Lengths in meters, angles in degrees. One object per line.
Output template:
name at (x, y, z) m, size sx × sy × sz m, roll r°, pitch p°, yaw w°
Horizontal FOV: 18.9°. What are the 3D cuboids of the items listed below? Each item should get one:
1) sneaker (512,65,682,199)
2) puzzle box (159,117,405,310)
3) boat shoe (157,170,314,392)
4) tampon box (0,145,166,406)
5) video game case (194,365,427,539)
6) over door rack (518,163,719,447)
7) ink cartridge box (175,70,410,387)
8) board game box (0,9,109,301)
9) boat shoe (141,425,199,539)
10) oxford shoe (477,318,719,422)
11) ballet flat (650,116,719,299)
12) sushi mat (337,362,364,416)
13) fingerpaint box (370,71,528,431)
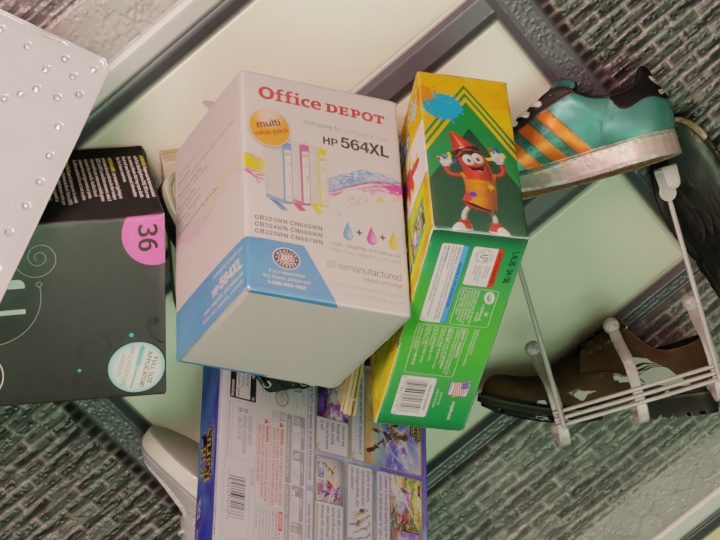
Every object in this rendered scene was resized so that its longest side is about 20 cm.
sneaker at (0.142, -0.102, 1.670) m, size 0.199 × 0.071 × 0.080 m, roll -14°, pitch 86°, yaw 7°
puzzle box at (-0.051, -0.041, 1.670) m, size 0.199 × 0.025 × 0.134 m, roll -8°, pitch 118°, yaw -10°
boat shoe at (-0.100, 0.015, 1.635) m, size 0.066 × 0.075 × 0.199 m, roll -25°, pitch 117°, yaw 35°
tampon box at (-0.247, 0.006, 1.586) m, size 0.199 × 0.126 × 0.151 m, roll -5°, pitch 118°, yaw -12°
video game case at (-0.036, 0.158, 1.684) m, size 0.180 × 0.201 × 0.045 m, roll 16°, pitch 143°, yaw -21°
over door rack at (0.199, 0.024, 1.717) m, size 0.147 × 0.067 × 0.201 m, roll -16°, pitch 102°, yaw -4°
ink cartridge box at (-0.052, -0.039, 1.541) m, size 0.128 × 0.201 × 0.125 m, roll 10°, pitch 150°, yaw -25°
board game box at (-0.302, -0.096, 1.487) m, size 0.199 × 0.026 × 0.201 m, roll 25°, pitch 74°, yaw -6°
boat shoe at (-0.109, 0.207, 1.709) m, size 0.201 × 0.070 × 0.072 m, roll 41°, pitch 104°, yaw 15°
oxford shoe at (0.192, 0.083, 1.783) m, size 0.199 × 0.073 × 0.085 m, roll -5°, pitch 93°, yaw -8°
ballet flat at (0.287, -0.043, 1.752) m, size 0.066 × 0.057 × 0.200 m, roll -17°, pitch 119°, yaw 27°
sushi mat at (0.000, 0.000, 1.634) m, size 0.012 × 0.096 × 0.201 m, roll 4°, pitch 116°, yaw -12°
fingerpaint box at (0.059, -0.013, 1.568) m, size 0.073 × 0.167 × 0.201 m, roll 6°, pitch 133°, yaw -10°
